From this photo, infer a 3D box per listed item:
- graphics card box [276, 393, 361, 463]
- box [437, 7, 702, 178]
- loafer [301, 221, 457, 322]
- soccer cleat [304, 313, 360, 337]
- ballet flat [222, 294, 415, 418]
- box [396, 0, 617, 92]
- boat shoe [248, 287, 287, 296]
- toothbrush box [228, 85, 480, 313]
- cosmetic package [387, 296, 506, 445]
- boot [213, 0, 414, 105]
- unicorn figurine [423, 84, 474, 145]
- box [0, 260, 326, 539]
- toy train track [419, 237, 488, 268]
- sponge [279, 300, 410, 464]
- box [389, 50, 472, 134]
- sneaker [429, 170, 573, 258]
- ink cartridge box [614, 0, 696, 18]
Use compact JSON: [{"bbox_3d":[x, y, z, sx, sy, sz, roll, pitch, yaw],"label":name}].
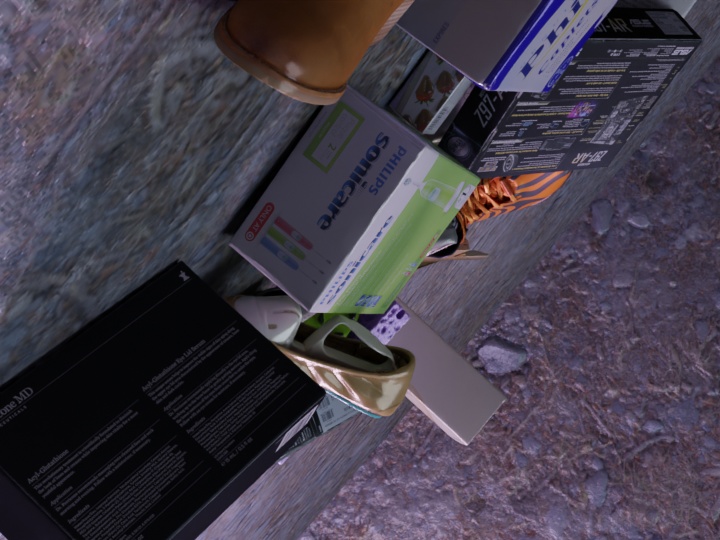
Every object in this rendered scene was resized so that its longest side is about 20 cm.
[{"bbox_3d":[-0.091,0.126,1.029,0.199,0.051,0.125,-29,-165,-31],"label":"graphics card box"},{"bbox_3d":[0.185,-0.155,1.054,0.199,0.044,0.161,-9,145,-38],"label":"box"},{"bbox_3d":[0.000,0.000,1.085,0.199,0.070,0.070,-37,165,27],"label":"loafer"},{"bbox_3d":[-0.079,0.086,1.194,0.200,0.068,0.081,-45,-174,-19],"label":"soccer cleat"},{"bbox_3d":[-0.045,0.052,0.928,0.063,0.199,0.069,-56,-153,23],"label":"ballet flat"},{"bbox_3d":[0.124,-0.223,0.823,0.184,0.105,0.200,-54,168,19],"label":"box"},{"bbox_3d":[-0.109,0.062,0.981,0.074,0.074,0.200,-66,172,25],"label":"boat shoe"},{"bbox_3d":[0.003,-0.048,0.942,0.146,0.086,0.200,-54,166,9],"label":"toothbrush box"},{"bbox_3d":[0.060,0.099,1.351,0.073,0.200,0.104,-47,-176,-6],"label":"cosmetic package"},{"bbox_3d":[0.011,-0.173,0.611,0.156,0.077,0.200,-54,171,32],"label":"boot"},{"bbox_3d":[0.100,-0.138,1.139,0.137,0.073,0.202,-27,139,-62],"label":"unicorn figurine"},{"bbox_3d":[-0.142,0.107,0.784,0.200,0.141,0.079,-40,168,-40],"label":"box"},{"bbox_3d":[0.067,-0.022,1.339,0.114,0.033,0.200,-1,172,-21],"label":"toy train track"},{"bbox_3d":[-0.048,0.096,1.234,0.200,0.111,0.030,-48,124,-11],"label":"sponge"},{"bbox_3d":[0.100,-0.200,0.974,0.201,0.039,0.041,-53,170,16],"label":"box"},{"bbox_3d":[0.118,-0.064,1.200,0.199,0.078,0.112,-23,-162,35],"label":"sneaker"},{"bbox_3d":[0.246,-0.244,1.170,0.201,0.084,0.147,-58,-171,40],"label":"ink cartridge box"}]
